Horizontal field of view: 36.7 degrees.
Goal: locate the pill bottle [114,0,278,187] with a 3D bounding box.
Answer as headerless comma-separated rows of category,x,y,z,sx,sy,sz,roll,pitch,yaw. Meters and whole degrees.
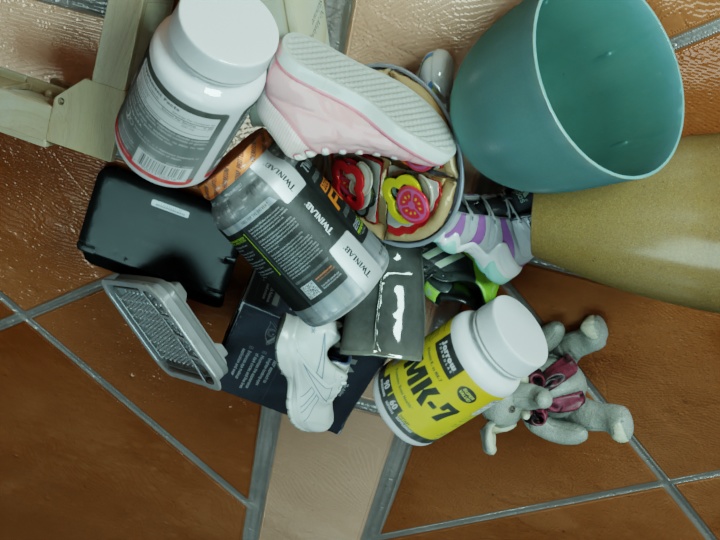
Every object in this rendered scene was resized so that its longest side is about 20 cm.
pill bottle,-0.158,-0.176,1.043,0.114,0.114,0.200,27,143,-13

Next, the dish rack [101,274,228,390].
dish rack,-0.250,0.071,1.420,0.200,0.044,0.172,3,130,56

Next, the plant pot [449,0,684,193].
plant pot,0.183,-0.164,1.046,0.200,0.201,0.161,38,149,-23

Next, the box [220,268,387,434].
box,-0.076,0.094,1.450,0.200,0.118,0.197,23,137,-7

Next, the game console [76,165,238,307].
game console,-0.259,-0.039,1.436,0.200,0.116,0.176,19,108,-6

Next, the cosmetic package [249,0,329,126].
cosmetic package,-0.082,-0.252,1.091,0.073,0.104,0.200,4,138,13

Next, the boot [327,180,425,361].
boot,-0.001,0.000,1.276,0.181,0.073,0.201,10,95,7

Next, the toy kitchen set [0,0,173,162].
toy kitchen set,-0.312,-0.238,1.195,0.200,0.163,0.181,19,107,8

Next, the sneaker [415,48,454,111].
sneaker,0.039,-0.160,1.175,0.105,0.076,0.200,13,139,4

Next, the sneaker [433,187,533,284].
sneaker,0.153,-0.073,1.221,0.140,0.078,0.200,-40,140,20

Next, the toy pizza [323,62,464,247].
toy pizza,0.025,-0.118,1.148,0.200,0.032,0.201,21,122,38

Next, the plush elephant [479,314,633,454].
plush elephant,0.219,0.153,1.385,0.200,0.155,0.165,-8,94,43

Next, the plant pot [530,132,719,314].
plant pot,0.281,-0.053,1.134,0.199,0.187,0.187,3,137,13

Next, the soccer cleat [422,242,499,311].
soccer cleat,0.077,-0.007,1.323,0.200,0.081,0.068,22,138,-7

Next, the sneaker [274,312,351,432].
sneaker,-0.051,0.135,1.351,0.087,0.075,0.200,0,136,9

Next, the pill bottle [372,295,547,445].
pill bottle,0.119,0.119,1.306,0.114,0.114,0.200,37,125,-22

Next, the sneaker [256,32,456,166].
sneaker,-0.011,-0.142,1.066,0.200,0.075,0.105,28,129,-11

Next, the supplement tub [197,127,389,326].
supplement tub,-0.073,-0.047,1.164,0.122,0.123,0.200,-29,110,38
